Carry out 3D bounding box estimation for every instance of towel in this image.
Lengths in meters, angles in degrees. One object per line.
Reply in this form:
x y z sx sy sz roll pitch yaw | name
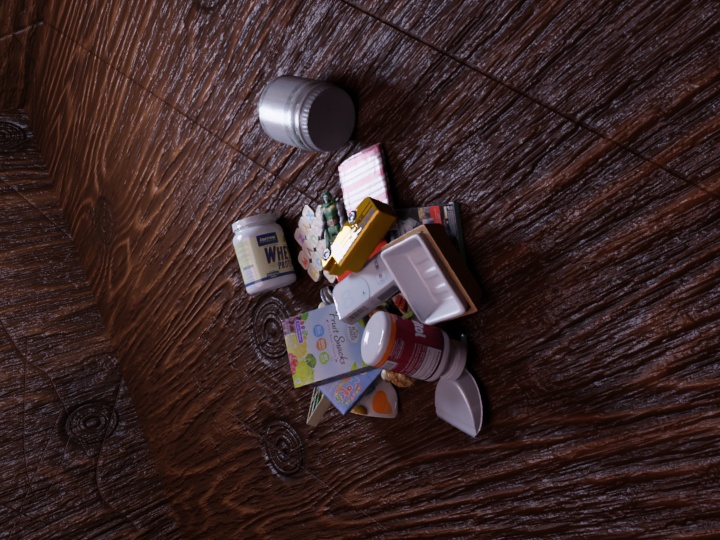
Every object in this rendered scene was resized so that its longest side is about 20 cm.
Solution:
0.018 -0.175 1.434 0.146 0.030 0.201 -19 80 48 | towel

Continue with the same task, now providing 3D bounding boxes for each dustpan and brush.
0.213 0.236 1.339 0.139 0.057 0.201 18 122 56 | dustpan and brush

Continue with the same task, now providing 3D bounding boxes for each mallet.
0.020 0.058 1.484 0.200 0.041 0.066 32 129 25 | mallet

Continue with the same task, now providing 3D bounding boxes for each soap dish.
0.146 0.007 1.279 0.201 0.081 0.157 57 144 -4 | soap dish

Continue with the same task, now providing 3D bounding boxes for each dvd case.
0.140 -0.067 1.348 0.199 0.022 0.147 -2 100 48 | dvd case

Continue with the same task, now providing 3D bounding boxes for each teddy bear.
0.056 0.171 1.393 0.145 0.066 0.201 124 128 -74 | teddy bear

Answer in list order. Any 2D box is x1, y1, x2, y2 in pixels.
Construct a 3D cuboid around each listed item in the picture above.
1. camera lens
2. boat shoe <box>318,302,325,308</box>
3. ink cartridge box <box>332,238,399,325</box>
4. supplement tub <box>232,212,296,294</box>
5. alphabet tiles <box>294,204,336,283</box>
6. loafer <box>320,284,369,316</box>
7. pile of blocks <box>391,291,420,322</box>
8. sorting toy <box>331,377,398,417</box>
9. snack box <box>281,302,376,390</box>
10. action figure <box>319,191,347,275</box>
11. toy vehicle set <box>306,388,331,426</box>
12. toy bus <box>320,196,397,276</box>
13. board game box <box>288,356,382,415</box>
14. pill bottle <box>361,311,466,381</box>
-0.130 -0.367 1.460 0.200 0.159 0.161 25 120 42 | camera lens
-0.059 0.159 1.592 0.069 0.074 0.201 -33 53 29 | boat shoe
0.000 0.000 1.417 0.160 0.047 0.201 -38 49 21 | ink cartridge box
-0.270 -0.046 1.733 0.145 0.145 0.201 -19 87 50 | supplement tub
-0.110 -0.070 1.641 0.196 0.015 0.200 50 133 27 | alphabet tiles
-0.023 0.095 1.562 0.200 0.073 0.071 42 97 33 | loafer
0.121 0.132 1.381 0.082 0.062 0.201 -7 104 36 | pile of blocks
-0.001 0.260 1.573 0.199 0.107 0.181 4 85 49 | sorting toy
-0.070 0.171 1.462 0.199 0.068 0.169 -19 70 11 | snack box
-0.059 -0.095 1.535 0.118 0.055 0.201 -14 91 27 | action figure
-0.090 0.287 1.614 0.200 0.026 0.125 -79 14 -49 | toy vehicle set
-0.007 -0.066 1.375 0.200 0.065 0.078 -54 44 23 | toy bus
-0.055 0.221 1.501 0.200 0.037 0.151 42 93 23 | board game box
0.111 0.161 1.278 0.113 0.199 0.113 -51 29 43 | pill bottle
